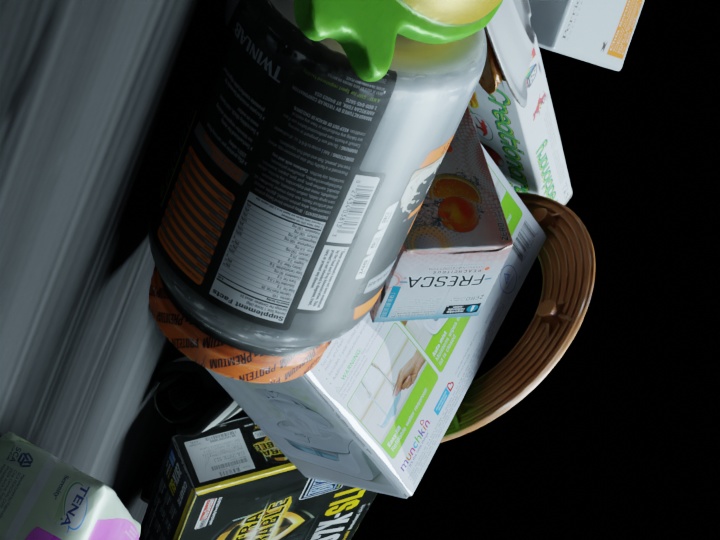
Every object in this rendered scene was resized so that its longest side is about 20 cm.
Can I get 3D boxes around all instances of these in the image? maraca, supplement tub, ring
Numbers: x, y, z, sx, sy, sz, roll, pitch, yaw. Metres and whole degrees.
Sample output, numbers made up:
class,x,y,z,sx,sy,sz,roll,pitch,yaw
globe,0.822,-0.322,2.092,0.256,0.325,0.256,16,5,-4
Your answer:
class,x,y,z,sx,sy,sz,roll,pitch,yaw
maraca,0.013,-0.156,0.839,0.106,0.138,0.200,-22,-166,35
supplement tub,-0.028,-0.050,0.952,0.201,0.122,0.123,-65,175,36
ring,0.058,0.025,1.278,0.199,0.019,0.201,-25,-140,23

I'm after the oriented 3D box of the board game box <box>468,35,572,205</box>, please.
class,x,y,z,sx,sy,sz,roll,pitch,yaw
board game box,0.068,-0.114,1.297,0.035,0.126,0.200,-52,154,-14

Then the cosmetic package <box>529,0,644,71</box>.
class,x,y,z,sx,sy,sz,roll,pitch,yaw
cosmetic package,0.139,-0.197,1.336,0.200,0.071,0.102,-6,117,-70

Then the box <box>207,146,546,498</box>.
class,x,y,z,sx,sy,sz,roll,pitch,yaw
box,0.000,0.000,1.191,0.177,0.096,0.201,49,59,-37

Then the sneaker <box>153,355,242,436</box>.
class,x,y,z,sx,sy,sz,roll,pitch,yaw
sneaker,-0.094,0.056,1.329,0.115,0.076,0.200,-22,-175,-18

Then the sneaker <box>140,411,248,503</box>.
class,x,y,z,sx,sy,sz,roll,pitch,yaw
sneaker,-0.100,0.148,1.457,0.116,0.075,0.200,-52,-169,-23

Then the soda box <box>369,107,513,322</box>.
class,x,y,z,sx,sy,sz,roll,pitch,yaw
soda box,0.019,-0.073,1.072,0.069,0.063,0.201,112,-31,-51

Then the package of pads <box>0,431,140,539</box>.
class,x,y,z,sx,sy,sz,roll,pitch,yaw
package of pads,-0.172,0.170,0.964,0.155,0.068,0.200,-62,175,-11

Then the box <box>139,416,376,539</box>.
class,x,y,z,sx,sy,sz,roll,pitch,yaw
box,-0.067,0.160,1.390,0.158,0.050,0.200,-15,153,-25

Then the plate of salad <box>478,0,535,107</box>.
class,x,y,z,sx,sy,sz,roll,pitch,yaw
plate of salad,0.051,-0.181,1.064,0.200,0.048,0.202,-16,90,-79
